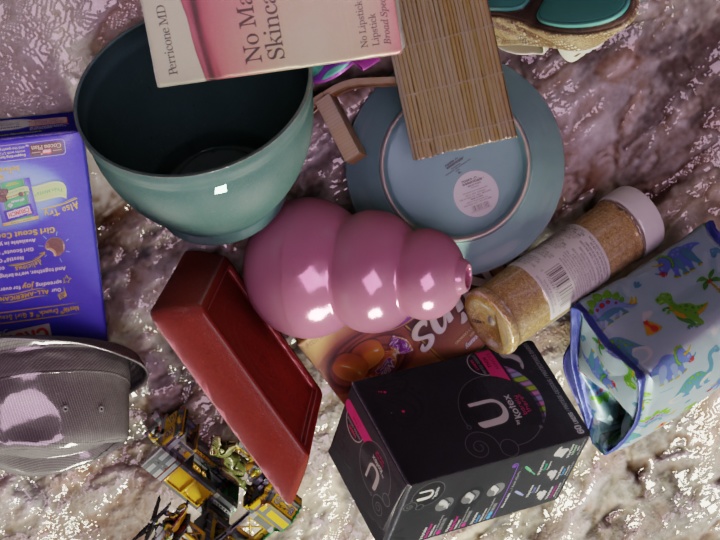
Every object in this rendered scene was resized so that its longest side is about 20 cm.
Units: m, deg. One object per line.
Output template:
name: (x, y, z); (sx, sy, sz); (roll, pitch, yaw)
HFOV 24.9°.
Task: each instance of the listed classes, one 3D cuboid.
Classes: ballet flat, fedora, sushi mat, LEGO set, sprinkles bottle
ballet flat: (0.162, -0.213, 1.399); (0.071, 0.199, 0.065); (-52, 132, -22)
fedora: (-0.278, 0.124, 1.425); (0.199, 0.091, 0.176); (10, 152, -43)
sushi mat: (0.069, -0.201, 1.402); (0.095, 0.012, 0.202); (-14, 86, 19)
LEGO set: (-0.134, 0.174, 1.482); (0.116, 0.201, 0.153); (41, 119, -20)
sprinkles bottle: (0.188, -0.002, 1.493); (0.199, 0.068, 0.069); (-33, 116, -24)

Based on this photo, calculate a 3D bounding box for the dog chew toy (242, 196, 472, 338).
dog chew toy: (0.000, 0.000, 1.430); (0.198, 0.125, 0.126); (3, 113, 20)

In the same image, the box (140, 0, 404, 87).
box: (-0.071, -0.231, 1.281); (0.198, 0.109, 0.129); (-8, 115, 3)

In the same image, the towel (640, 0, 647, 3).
towel: (0.253, -0.319, 1.416); (0.198, 0.086, 0.167); (-16, 112, -5)

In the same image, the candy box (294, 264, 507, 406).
candy box: (0.049, 0.043, 1.529); (0.199, 0.057, 0.117); (-35, 113, 4)

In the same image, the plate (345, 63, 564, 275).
plate: (0.085, -0.094, 1.462); (0.198, 0.026, 0.203); (0, 93, 2)

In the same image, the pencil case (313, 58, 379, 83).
pencil case: (-0.054, -0.261, 1.374); (0.085, 0.092, 0.201); (-40, 117, -22)

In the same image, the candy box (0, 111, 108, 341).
candy box: (-0.314, -0.026, 1.420); (0.167, 0.077, 0.202); (-7, 111, -10)

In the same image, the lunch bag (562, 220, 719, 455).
lunch bag: (0.287, 0.076, 1.534); (0.169, 0.128, 0.201); (-30, 145, -13)

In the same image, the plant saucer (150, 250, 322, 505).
plant saucer: (-0.095, 0.079, 1.416); (0.037, 0.200, 0.200); (-32, 102, 11)

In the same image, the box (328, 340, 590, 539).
box: (0.090, 0.158, 1.499); (0.198, 0.123, 0.107); (-12, 142, -28)

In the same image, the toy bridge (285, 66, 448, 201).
toy bridge: (-0.018, -0.127, 1.450); (0.199, 0.027, 0.068); (-30, 80, 14)

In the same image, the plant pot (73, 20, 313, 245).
plant pot: (-0.128, -0.108, 1.379); (0.198, 0.201, 0.135); (-17, 140, -4)
